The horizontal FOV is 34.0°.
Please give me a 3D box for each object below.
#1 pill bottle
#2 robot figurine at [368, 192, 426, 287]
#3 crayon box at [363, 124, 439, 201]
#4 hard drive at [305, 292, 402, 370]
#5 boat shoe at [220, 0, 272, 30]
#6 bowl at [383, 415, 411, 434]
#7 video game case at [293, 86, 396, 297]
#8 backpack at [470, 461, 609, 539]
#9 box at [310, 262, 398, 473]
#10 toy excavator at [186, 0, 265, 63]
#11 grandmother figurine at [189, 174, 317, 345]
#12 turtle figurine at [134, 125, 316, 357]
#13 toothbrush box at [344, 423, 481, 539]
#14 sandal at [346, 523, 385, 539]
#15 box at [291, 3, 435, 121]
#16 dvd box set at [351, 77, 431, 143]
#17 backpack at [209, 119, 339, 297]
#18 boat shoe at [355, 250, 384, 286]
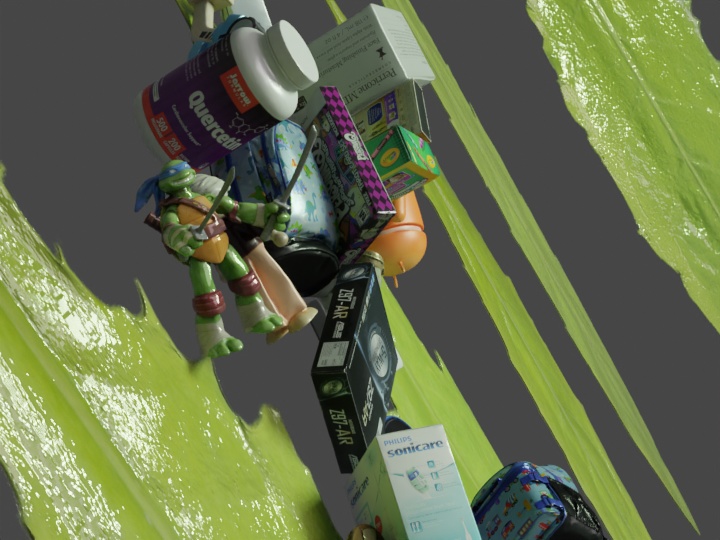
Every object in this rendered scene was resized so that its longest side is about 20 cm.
[{"bbox_3d":[-0.150,-0.196,1.325,0.113,0.199,0.113,51,21,-28],"label":"pill bottle"},{"bbox_3d":[0.034,-0.079,1.794,0.116,0.143,0.202,6,64,-52],"label":"robot figurine"},{"bbox_3d":[-0.002,-0.119,1.626,0.119,0.199,0.059,13,51,-67],"label":"crayon box"},{"bbox_3d":[-0.006,0.091,1.595,0.133,0.027,0.200,64,17,4],"label":"hard drive"},{"bbox_3d":[-0.152,-0.314,1.703,0.065,0.073,0.202,12,-61,58],"label":"boat shoe"},{"bbox_3d":[0.060,0.276,1.490,0.201,0.039,0.201,52,20,-28],"label":"bowl"},{"bbox_3d":[-0.047,-0.099,1.495,0.036,0.181,0.201,-3,58,-38],"label":"video game case"},{"bbox_3d":[0.221,0.347,1.628,0.134,0.183,0.200,32,16,-26],"label":"backpack"},{"bbox_3d":[-0.004,0.114,1.404,0.201,0.043,0.161,-74,155,-52],"label":"box"},{"bbox_3d":[-0.184,-0.296,1.563,0.100,0.199,0.196,41,68,-49],"label":"toy excavator"},{"bbox_3d":[-0.126,-0.020,1.286,0.201,0.121,0.061,55,32,-9],"label":"grandmother figurine"},{"bbox_3d":[-0.126,-0.022,1.181,0.144,0.198,0.196,-67,143,-72],"label":"turtle figurine"},{"bbox_3d":[0.062,0.291,1.282,0.147,0.084,0.202,117,-38,-56],"label":"toothbrush box"},{"bbox_3d":[0.002,0.361,1.200,0.080,0.054,0.202,20,59,-57],"label":"sandal"},{"bbox_3d":[-0.010,-0.314,1.887,0.132,0.198,0.200,61,18,0],"label":"box"},{"bbox_3d":[0.010,-0.190,1.759,0.029,0.199,0.147,46,23,-34],"label":"dvd box set"},{"bbox_3d":[-0.106,-0.085,1.421,0.163,0.154,0.201,16,37,-58],"label":"backpack"},{"bbox_3d":[-0.002,-0.001,1.577,0.073,0.064,0.201,22,2,-4],"label":"boat shoe"}]
